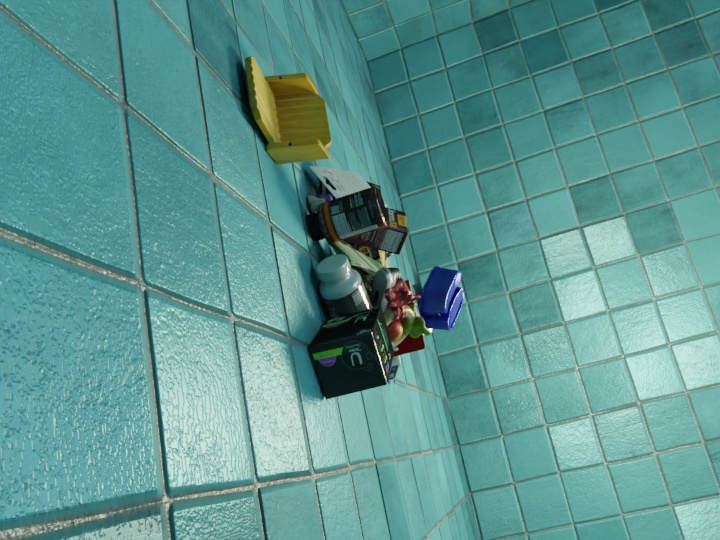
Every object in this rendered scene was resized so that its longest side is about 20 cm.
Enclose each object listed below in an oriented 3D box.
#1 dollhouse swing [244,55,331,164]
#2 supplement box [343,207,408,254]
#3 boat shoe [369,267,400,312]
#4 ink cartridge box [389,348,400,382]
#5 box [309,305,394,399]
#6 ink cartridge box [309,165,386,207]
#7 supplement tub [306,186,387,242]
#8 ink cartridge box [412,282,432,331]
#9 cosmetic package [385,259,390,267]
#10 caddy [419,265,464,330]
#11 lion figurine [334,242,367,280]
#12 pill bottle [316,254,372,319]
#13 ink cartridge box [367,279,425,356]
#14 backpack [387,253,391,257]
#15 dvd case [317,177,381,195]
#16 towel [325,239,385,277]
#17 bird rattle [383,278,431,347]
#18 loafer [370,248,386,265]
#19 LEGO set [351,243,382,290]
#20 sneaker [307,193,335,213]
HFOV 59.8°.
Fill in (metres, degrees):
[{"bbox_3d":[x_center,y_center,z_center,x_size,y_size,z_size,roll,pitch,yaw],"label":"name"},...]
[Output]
[{"bbox_3d":[-0.161,-0.381,1.427,0.177,0.178,0.204,98,-17,-66],"label":"dollhouse swing"},{"bbox_3d":[0.035,-0.133,1.852,0.111,0.196,0.087,-93,-160,-51],"label":"supplement box"},{"bbox_3d":[0.057,0.074,1.617,0.070,0.065,0.203,41,-49,38],"label":"boat shoe"},{"bbox_3d":[0.088,0.246,2.035,0.201,0.042,0.202,94,-12,-62],"label":"ink cartridge box"},{"bbox_3d":[-0.013,0.179,1.409,0.200,0.146,0.127,-59,133,-74],"label":"box"},{"bbox_3d":[-0.041,-0.219,1.749,0.198,0.051,0.163,-3,44,-45],"label":"ink cartridge box"},{"bbox_3d":[-0.035,-0.136,1.596,0.107,0.196,0.109,-15,90,-78],"label":"supplement tub"},{"bbox_3d":[0.098,0.136,1.863,0.083,0.197,0.148,-11,85,-52],"label":"ink cartridge box"},{"bbox_3d":[0.065,-0.025,2.269,0.106,0.070,0.204,57,21,-58],"label":"cosmetic package"},{"bbox_3d":[0.224,0.079,1.800,0.201,0.103,0.143,-58,143,-43],"label":"caddy"},{"bbox_3d":[-0.047,-0.005,1.697,0.124,0.072,0.200,60,18,-5],"label":"lion figurine"},{"bbox_3d":[-0.037,0.067,1.542,0.111,0.109,0.203,-85,157,-61],"label":"pill bottle"},{"bbox_3d":[0.064,0.143,1.708,0.084,0.196,0.179,50,26,-65],"label":"ink cartridge box"},{"bbox_3d":[0.029,-0.129,2.065,0.167,0.126,0.201,48,-7,28],"label":"backpack"},{"bbox_3d":[-0.030,-0.235,1.854,0.150,0.196,0.016,-92,-158,-50],"label":"dvd case"},{"bbox_3d":[0.011,-0.018,1.658,0.198,0.024,0.153,26,12,-36],"label":"towel"},{"bbox_3d":[0.094,0.129,1.549,0.112,0.163,0.200,40,-6,27],"label":"bird rattle"},{"bbox_3d":[0.052,-0.032,2.026,0.202,0.075,0.068,100,-32,-49],"label":"loafer"},{"bbox_3d":[0.000,0.000,1.917,0.153,0.114,0.204,25,-48,65],"label":"LEGO set"},{"bbox_3d":[-0.078,-0.164,1.720,0.200,0.082,0.082,19,56,-77],"label":"sneaker"}]
